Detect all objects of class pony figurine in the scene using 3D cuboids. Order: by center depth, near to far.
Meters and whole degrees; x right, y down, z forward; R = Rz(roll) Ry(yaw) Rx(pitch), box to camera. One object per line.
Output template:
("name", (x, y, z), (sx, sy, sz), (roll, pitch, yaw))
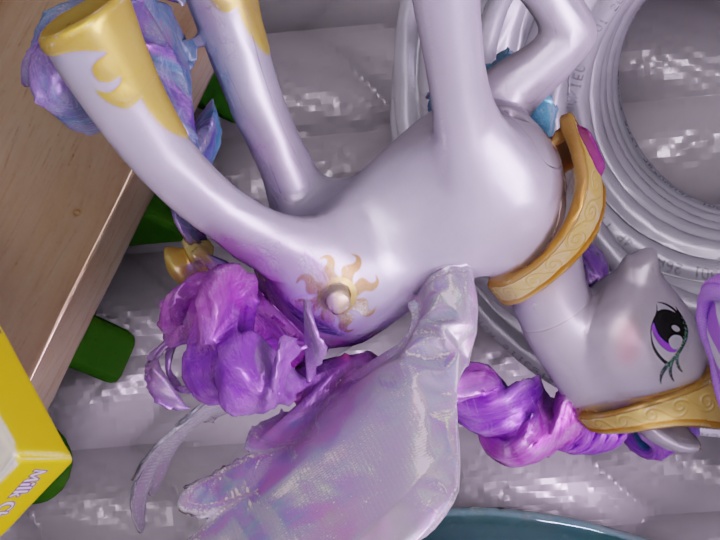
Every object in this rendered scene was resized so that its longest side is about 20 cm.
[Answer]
("pony figurine", (0.000, 0.000, 0.749), (0.193, 0.167, 0.200), (-28, 111, 5))

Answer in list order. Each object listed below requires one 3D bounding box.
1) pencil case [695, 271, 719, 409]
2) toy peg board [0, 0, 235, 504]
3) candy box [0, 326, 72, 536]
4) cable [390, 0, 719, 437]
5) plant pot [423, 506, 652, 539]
("pencil case", (0.179, -0.002, 0.722), (0.200, 0.084, 0.086), (-30, 41, -11))
("toy peg board", (-0.140, -0.033, 0.871), (0.199, 0.098, 0.200), (26, 88, 23))
("candy box", (-0.155, 0.003, 0.777), (0.102, 0.026, 0.200), (-45, 61, 24))
("cable", (0.109, -0.051, 0.819), (0.199, 0.069, 0.201), (-6, 103, 17))
("plant pot", (0.054, 0.174, 0.785), (0.200, 0.200, 0.134), (22, 115, 7))
